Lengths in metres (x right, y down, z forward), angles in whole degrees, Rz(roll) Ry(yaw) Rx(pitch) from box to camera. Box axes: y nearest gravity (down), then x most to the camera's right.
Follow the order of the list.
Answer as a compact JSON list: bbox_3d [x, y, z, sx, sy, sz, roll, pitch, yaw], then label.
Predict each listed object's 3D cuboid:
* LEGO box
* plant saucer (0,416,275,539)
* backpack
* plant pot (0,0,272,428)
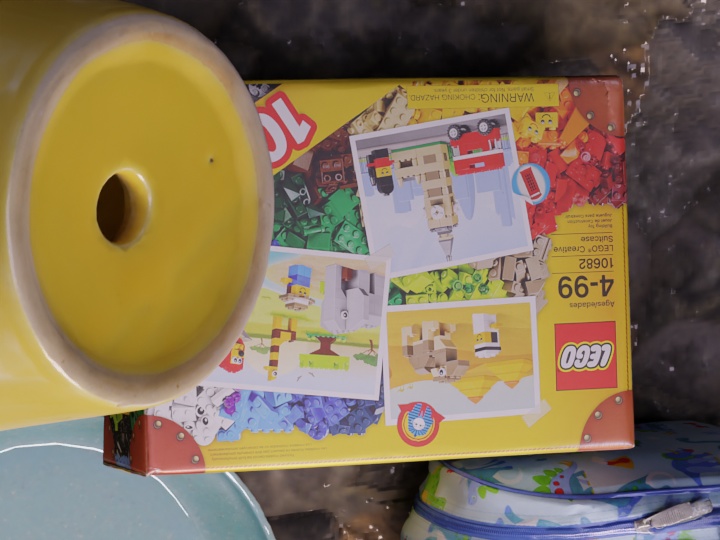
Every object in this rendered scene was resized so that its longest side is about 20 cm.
[{"bbox_3d":[0.000,0.000,1.178,0.199,0.077,0.150,-3,91,-18],"label":"LEGO box"},{"bbox_3d":[-0.129,0.144,1.224,0.199,0.036,0.201,-6,109,-18],"label":"plant saucer"},{"bbox_3d":[0.114,0.128,1.247,0.199,0.163,0.154,-20,104,-4],"label":"backpack"},{"bbox_3d":[-0.141,-0.025,1.031,0.200,0.188,0.202,-5,97,-50],"label":"plant pot"}]
